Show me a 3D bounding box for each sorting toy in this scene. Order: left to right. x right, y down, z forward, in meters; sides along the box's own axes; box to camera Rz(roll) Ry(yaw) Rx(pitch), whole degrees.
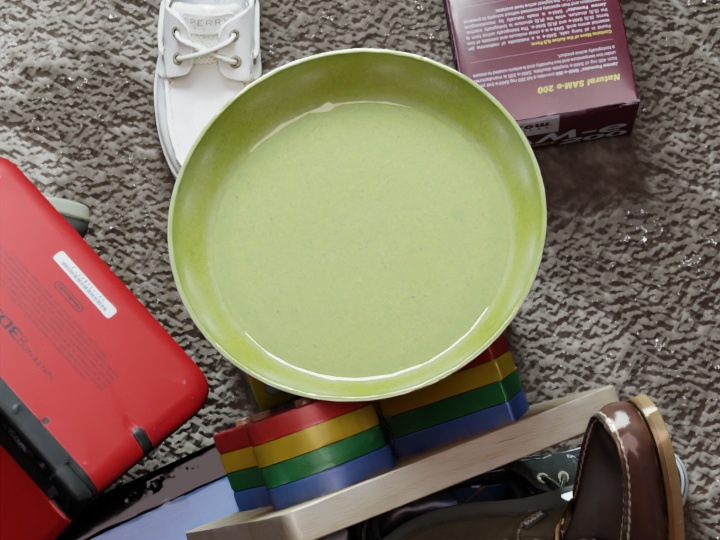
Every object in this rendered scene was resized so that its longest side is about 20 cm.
[{"bbox_3d":[0.011,0.090,1.255,0.199,0.199,0.070,-19,88,-21],"label":"sorting toy"}]

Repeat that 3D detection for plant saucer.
[{"bbox_3d":[-0.001,-0.021,1.193,0.198,0.031,0.202,-2,67,6],"label":"plant saucer"}]

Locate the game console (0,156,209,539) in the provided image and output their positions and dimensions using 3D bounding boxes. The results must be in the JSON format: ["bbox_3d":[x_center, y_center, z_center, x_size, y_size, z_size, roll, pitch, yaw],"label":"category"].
[{"bbox_3d":[-0.221,0.067,1.338,0.200,0.119,0.172,47,56,5],"label":"game console"}]

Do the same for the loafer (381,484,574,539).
[{"bbox_3d":[0.088,0.171,1.281,0.198,0.076,0.070,-19,32,0],"label":"loafer"}]

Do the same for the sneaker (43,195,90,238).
[{"bbox_3d":[-0.257,0.017,1.392,0.198,0.075,0.107,-10,82,4],"label":"sneaker"}]

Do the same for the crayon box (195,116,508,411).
[{"bbox_3d":[0.000,0.000,1.311,0.171,0.200,0.059,-23,72,-5],"label":"crayon box"}]

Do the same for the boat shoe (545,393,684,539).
[{"bbox_3d":[0.131,0.159,1.202,0.070,0.201,0.071,-11,31,-11],"label":"boat shoe"}]

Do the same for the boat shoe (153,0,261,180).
[{"bbox_3d":[-0.097,-0.149,1.426,0.070,0.069,0.202,-1,75,0],"label":"boat shoe"}]

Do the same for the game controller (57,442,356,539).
[{"bbox_3d":[-0.104,0.168,1.350,0.199,0.042,0.105,-24,74,-4],"label":"game controller"}]

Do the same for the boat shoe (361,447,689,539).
[{"bbox_3d":[0.099,0.143,1.340,0.198,0.057,0.069,-13,74,-1],"label":"boat shoe"}]

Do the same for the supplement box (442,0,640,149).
[{"bbox_3d":[0.104,-0.180,1.431,0.108,0.061,0.202,-9,73,1],"label":"supplement box"}]
